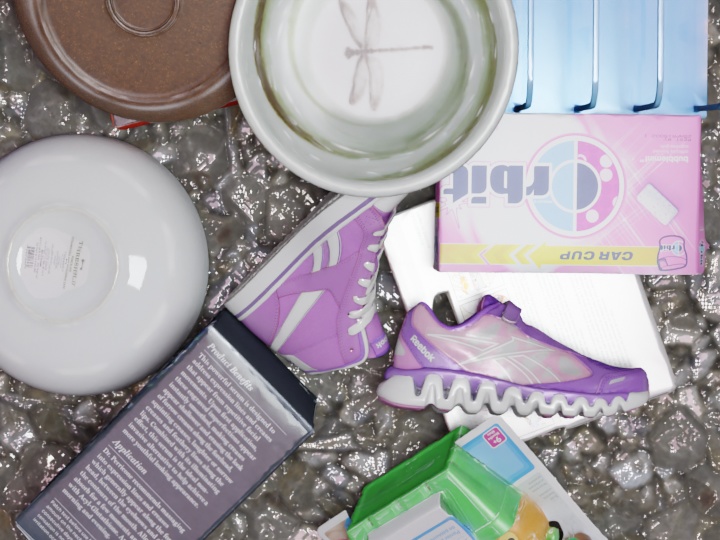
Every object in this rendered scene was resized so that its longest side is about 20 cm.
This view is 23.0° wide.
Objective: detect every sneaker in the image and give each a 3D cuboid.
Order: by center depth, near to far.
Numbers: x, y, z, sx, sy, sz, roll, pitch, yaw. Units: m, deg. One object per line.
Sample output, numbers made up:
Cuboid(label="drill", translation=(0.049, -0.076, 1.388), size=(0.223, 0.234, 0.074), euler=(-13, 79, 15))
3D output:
Cuboid(label="sneaker", translation=(0.113, 0.063, 1.286), size=(0.198, 0.080, 0.089), euler=(5, 82, -1))
Cuboid(label="sneaker", translation=(0.000, 0.000, 1.304), size=(0.114, 0.073, 0.200), euler=(44, 125, -4))

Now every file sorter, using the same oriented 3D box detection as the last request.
Cuboid(label="file sorter", translation=(0.164, -0.182, 1.290), size=(0.198, 0.123, 0.140), euler=(0, 93, 0))

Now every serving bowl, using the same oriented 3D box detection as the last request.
Cuboid(label="serving bowl", translation=(-0.216, -0.004, 1.321), size=(0.198, 0.066, 0.202), euler=(0, 90, 4))

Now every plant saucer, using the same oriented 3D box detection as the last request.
Cuboid(label="plant saucer", translation=(0.010, -0.152, 1.220), size=(0.198, 0.050, 0.202), euler=(1, 96, 7))
Cuboid(label="plant saucer", translation=(-0.151, -0.194, 1.239), size=(0.199, 0.035, 0.202), euler=(2, 115, 4))

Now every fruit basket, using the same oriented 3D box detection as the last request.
Cuboid(label="fruit basket", translation=(0.093, 0.224, 1.310), size=(0.185, 0.094, 0.200), euler=(-34, 99, 28))

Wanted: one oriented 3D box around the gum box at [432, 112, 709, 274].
Cuboid(label="gum box", translation=(0.153, -0.055, 1.282), size=(0.198, 0.066, 0.114), euler=(0, 92, 0))

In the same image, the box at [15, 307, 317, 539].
Cuboid(label="box", translation=(-0.136, 0.138, 1.295), size=(0.200, 0.148, 0.107), euler=(-44, 93, 2))

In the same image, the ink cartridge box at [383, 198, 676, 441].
Cuboid(label="ink cartridge box", translation=(0.124, 0.024, 1.341), size=(0.175, 0.045, 0.201), euler=(-20, 93, 1))

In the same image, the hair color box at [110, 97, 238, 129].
Cuboid(label="hair color box", translation=(-0.154, -0.214, 1.317), size=(0.101, 0.061, 0.202), euler=(-13, 93, 1))
